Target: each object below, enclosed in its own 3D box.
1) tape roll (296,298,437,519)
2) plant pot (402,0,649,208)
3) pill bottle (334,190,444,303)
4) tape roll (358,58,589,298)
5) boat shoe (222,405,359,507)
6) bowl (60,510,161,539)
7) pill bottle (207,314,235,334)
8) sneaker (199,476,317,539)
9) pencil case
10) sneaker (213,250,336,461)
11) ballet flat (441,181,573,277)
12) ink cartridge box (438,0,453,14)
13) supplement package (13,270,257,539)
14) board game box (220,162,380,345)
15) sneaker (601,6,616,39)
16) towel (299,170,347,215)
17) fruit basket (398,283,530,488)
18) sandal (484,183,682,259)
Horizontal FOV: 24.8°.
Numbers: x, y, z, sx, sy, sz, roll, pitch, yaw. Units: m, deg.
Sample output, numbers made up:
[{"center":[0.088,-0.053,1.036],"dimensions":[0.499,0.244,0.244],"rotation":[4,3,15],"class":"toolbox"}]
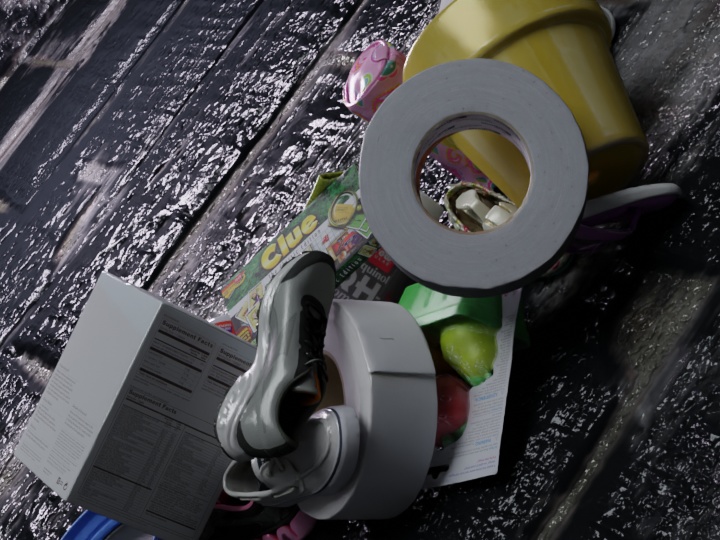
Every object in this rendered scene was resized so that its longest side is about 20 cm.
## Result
[{"center":[-0.007,0.126,1.501],"dimensions":[0.202,0.070,0.204],"rotation":[-17,71,62],"class":"tape roll"},{"center":[0.169,-0.153,1.544],"dimensions":[0.200,0.200,0.190],"rotation":[-39,65,20],"class":"plant pot"},{"center":[0.000,0.000,1.687],"dimensions":[0.201,0.110,0.111],"rotation":[-58,28,-1],"class":"pill bottle"},{"center":[0.098,-0.079,1.422],"dimensions":[0.201,0.200,0.066],"rotation":[-50,-10,-2],"class":"tape roll"},{"center":[-0.065,0.167,1.460],"dimensions":[0.200,0.065,0.073],"rotation":[-31,59,59],"class":"boat shoe"},{"center":[-0.269,0.320,1.728],"dimensions":[0.200,0.039,0.201],"rotation":[-35,30,24],"class":"bowl"},{"center":[-0.134,0.146,1.723],"dimensions":[0.112,0.112,0.201],"rotation":[-36,31,24],"class":"pill bottle"},{"center":[-0.133,0.245,1.617],"dimensions":[0.200,0.095,0.079],"rotation":[-35,32,29],"class":"sneaker"},{"center":[0.078,-0.157,1.697],"dimensions":[0.087,0.199,0.088],"rotation":[-47,25,30],"class":"pencil case"},{"center":[-0.055,0.076,1.426],"dimensions":[0.079,0.074,0.201],"rotation":[0,61,37],"class":"sneaker"},{"center":[0.135,-0.042,1.614],"dimensions":[0.076,0.064,0.200],"rotation":[-49,27,-6],"class":"ballet flat"},{"center":[0.152,-0.294,1.847],"dimensions":[0.067,0.117,0.201],"rotation":[-25,36,34],"class":"ink cartridge box"},{"center":[-0.204,0.132,1.573],"dimensions":[0.151,0.150,0.201],"rotation":[21,84,57],"class":"supplement package"},{"center":[-0.056,-0.008,1.646],"dimensions":[0.200,0.023,0.105],"rotation":[-43,40,17],"class":"board game box"},{"center":[0.205,-0.231,1.691],"dimensions":[0.075,0.115,0.201],"rotation":[-31,32,31],"class":"sneaker"},{"center":[-0.029,-0.056,1.767],"dimensions":[0.143,0.023,0.200],"rotation":[-23,-22,-38],"class":"towel"},{"center":[0.085,0.104,1.503],"dimensions":[0.185,0.093,0.202],"rotation":[-23,57,51],"class":"fruit basket"},{"center":[0.194,-0.032,1.481],"dimensions":[0.201,0.050,0.082],"rotation":[-16,-5,4],"class":"sandal"}]
